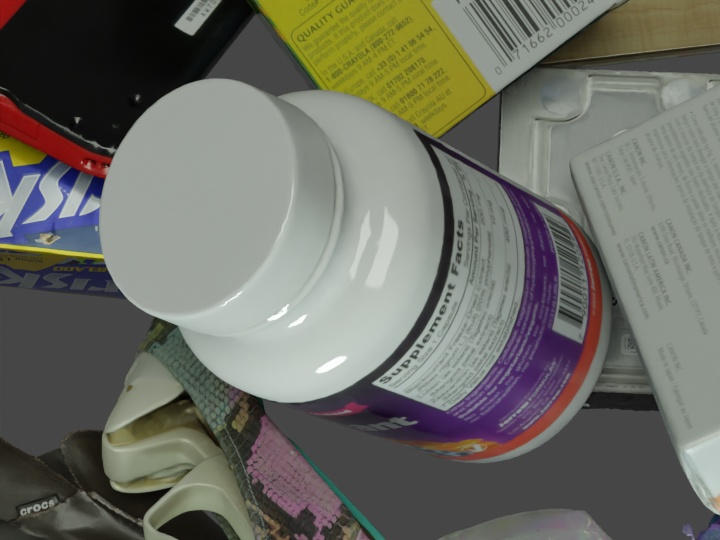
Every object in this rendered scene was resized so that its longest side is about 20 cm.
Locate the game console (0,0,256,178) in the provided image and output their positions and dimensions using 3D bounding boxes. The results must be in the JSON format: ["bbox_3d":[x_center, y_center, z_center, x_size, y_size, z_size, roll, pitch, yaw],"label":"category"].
[{"bbox_3d":[-0.122,-0.141,0.906,0.177,0.031,0.200,29,57,8],"label":"game console"}]

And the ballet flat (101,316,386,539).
[{"bbox_3d":[-0.053,0.076,0.807,0.071,0.069,0.200,-21,42,-17],"label":"ballet flat"}]

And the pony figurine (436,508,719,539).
[{"bbox_3d":[0.109,0.154,0.786,0.193,0.200,0.167,-25,84,11],"label":"pony figurine"}]

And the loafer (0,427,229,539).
[{"bbox_3d":[-0.102,0.095,0.853,0.199,0.073,0.072,19,76,6],"label":"loafer"}]

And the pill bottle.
[{"bbox_3d":[0.000,0.000,0.786,0.111,0.200,0.112,-11,70,32],"label":"pill bottle"}]

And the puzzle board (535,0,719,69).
[{"bbox_3d":[0.103,-0.158,0.938,0.199,0.017,0.151,-6,71,0],"label":"puzzle board"}]

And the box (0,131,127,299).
[{"bbox_3d":[-0.138,-0.032,0.893,0.199,0.064,0.070,6,75,5],"label":"box"}]

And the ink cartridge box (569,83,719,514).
[{"bbox_3d":[0.189,-0.021,0.789,0.199,0.050,0.162,-24,43,9],"label":"ink cartridge box"}]

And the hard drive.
[{"bbox_3d":[0.154,-0.011,0.889,0.199,0.038,0.140,3,75,4],"label":"hard drive"}]

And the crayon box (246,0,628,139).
[{"bbox_3d":[-0.001,-0.154,0.860,0.127,0.051,0.200,-36,100,-2],"label":"crayon box"}]
